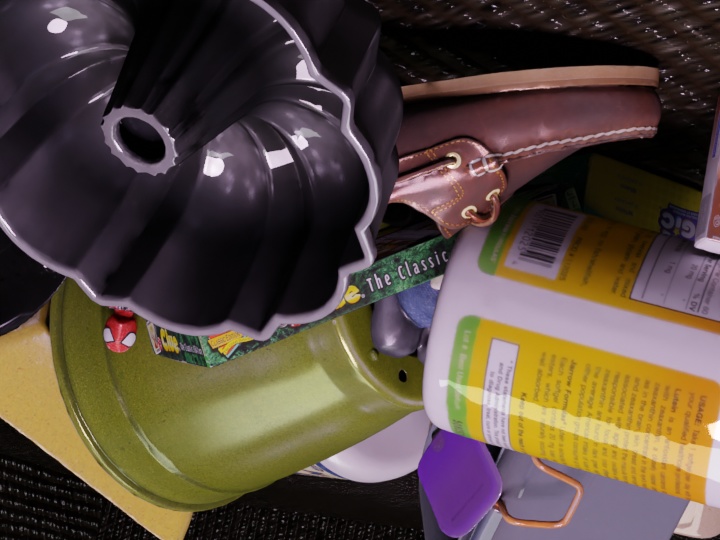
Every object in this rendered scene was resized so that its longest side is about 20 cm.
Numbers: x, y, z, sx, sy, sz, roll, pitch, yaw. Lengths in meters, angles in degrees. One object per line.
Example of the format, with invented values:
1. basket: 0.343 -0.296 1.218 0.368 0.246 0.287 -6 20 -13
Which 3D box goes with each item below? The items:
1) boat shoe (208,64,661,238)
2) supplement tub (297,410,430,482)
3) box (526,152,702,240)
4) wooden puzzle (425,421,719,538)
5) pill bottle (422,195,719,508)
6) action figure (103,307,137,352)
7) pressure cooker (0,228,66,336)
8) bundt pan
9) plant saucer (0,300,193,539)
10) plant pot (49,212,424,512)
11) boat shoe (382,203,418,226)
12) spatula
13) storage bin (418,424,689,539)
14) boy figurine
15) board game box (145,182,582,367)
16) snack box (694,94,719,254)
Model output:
1. boat shoe: 0.032 -0.048 0.965 0.199 0.071 0.070 -7 175 7
2. supplement tub: -0.040 0.068 1.537 0.145 0.146 0.200 19 168 -36
3. box: 0.168 -0.008 1.200 0.199 0.049 0.117 15 169 -27
4. wooden puzzle: 0.148 0.067 1.381 0.199 0.186 0.046 9 -149 2
5. pill bottle: 0.137 0.042 0.989 0.199 0.112 0.111 15 170 15
6. action figure: -0.118 -0.025 1.169 0.065 0.052 0.200 8 140 -5
7. pressure cooker: -0.254 -0.048 1.098 0.199 0.177 0.178 -3 159 41
8. bundt pan: -0.071 -0.073 0.873 0.201 0.076 0.202 16 136 16
9. plant saucer: -0.155 0.039 1.381 0.048 0.200 0.200 -32 123 26
10. plant pot: -0.041 0.028 1.290 0.192 0.201 0.200 -14 154 40
11. boat shoe: -0.023 -0.073 1.037 0.067 0.057 0.200 3 166 37
12. spatula: 0.048 0.072 1.302 0.020 0.200 0.057 22 123 -23
13. storage bin: 0.133 0.095 1.301 0.134 0.201 0.146 14 -148 -13
14. boy figurine: 0.099 0.020 1.134 0.124 0.065 0.200 22 166 -39
15. board game box: 0.000 0.000 1.089 0.199 0.024 0.105 -22 -174 -18
16. snack box: 0.247 -0.025 0.960 0.199 0.072 0.024 12 168 -3
